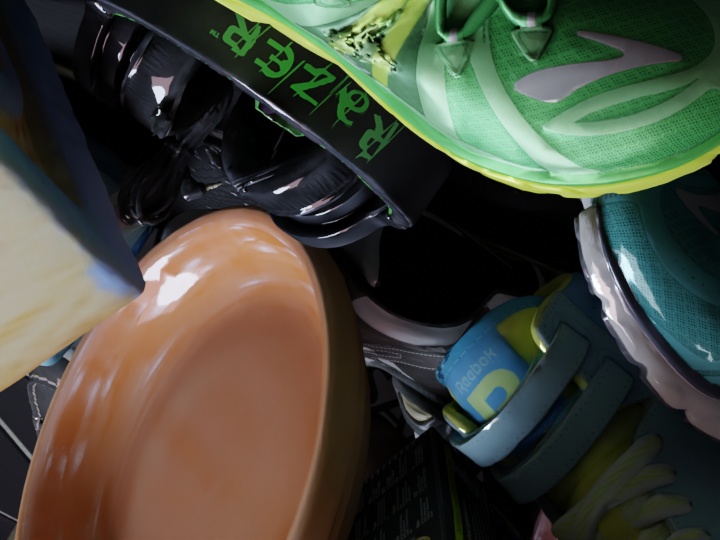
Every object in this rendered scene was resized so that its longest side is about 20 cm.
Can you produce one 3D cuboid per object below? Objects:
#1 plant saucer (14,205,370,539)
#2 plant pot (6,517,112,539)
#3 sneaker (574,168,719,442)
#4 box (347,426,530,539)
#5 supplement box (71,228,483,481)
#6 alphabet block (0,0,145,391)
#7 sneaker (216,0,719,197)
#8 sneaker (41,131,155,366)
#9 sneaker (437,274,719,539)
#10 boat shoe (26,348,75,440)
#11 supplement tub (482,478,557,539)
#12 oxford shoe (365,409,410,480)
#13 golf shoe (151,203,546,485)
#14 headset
[{"bbox_3d":[-0.059,0.076,0.809,0.037,0.201,0.200,22,168,-32],"label":"plant saucer"},{"bbox_3d":[-0.074,0.141,0.944,0.200,0.200,0.135,18,125,33],"label":"plant pot"},{"bbox_3d":[0.150,0.019,0.686,0.200,0.078,0.080,33,143,-20],"label":"sneaker"},{"bbox_3d":[0.060,0.146,0.743,0.160,0.044,0.200,49,-173,-8],"label":"box"},{"bbox_3d":[-0.038,0.051,1.020,0.200,0.074,0.126,11,153,45],"label":"supplement box"},{"bbox_3d":[-0.223,-0.044,0.760,0.195,0.200,0.197,49,-171,-41],"label":"alphabet block"},{"bbox_3d":[0.016,-0.083,0.597,0.200,0.074,0.084,26,165,16],"label":"sneaker"},{"bbox_3d":[-0.150,-0.033,0.903,0.130,0.080,0.200,36,-177,-5],"label":"sneaker"},{"bbox_3d":[0.083,0.080,0.719,0.130,0.080,0.200,31,-155,-22],"label":"sneaker"},{"bbox_3d":[-0.112,0.098,1.051,0.067,0.057,0.200,24,162,25],"label":"boat shoe"},{"bbox_3d":[0.138,0.123,0.875,0.200,0.107,0.107,18,157,39],"label":"supplement tub"},{"bbox_3d":[0.040,0.143,0.885,0.084,0.073,0.200,-8,111,50],"label":"oxford shoe"},{"bbox_3d":[0.000,0.000,0.863,0.200,0.078,0.095,21,139,29],"label":"golf shoe"},{"bbox_3d":[-0.044,-0.049,0.742,0.123,0.094,0.200,36,177,-12],"label":"headset"}]
